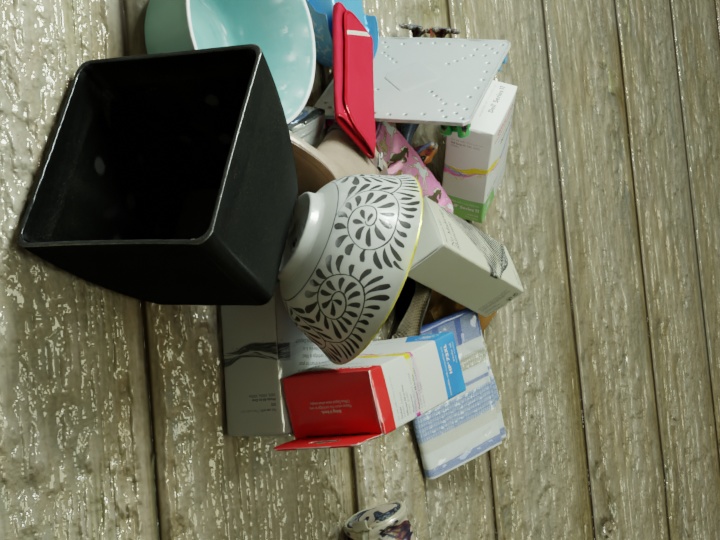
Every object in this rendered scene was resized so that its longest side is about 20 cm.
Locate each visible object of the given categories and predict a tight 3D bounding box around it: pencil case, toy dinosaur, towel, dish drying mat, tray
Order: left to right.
[{"bbox_3d":[-0.006,-0.222,1.334,0.077,0.018,0.202,46,30,-40],"label":"dish drying mat"},{"bbox_3d":[0.038,0.369,1.366,0.089,0.077,0.202,-41,118,-67],"label":"pencil case"},{"bbox_3d":[0.042,-0.116,1.468,0.200,0.086,0.083,44,7,-42],"label":"pencil case"},{"bbox_3d":[0.090,-0.233,1.560,0.200,0.104,0.184,-21,119,-65],"label":"toy dinosaur"},{"bbox_3d":[0.120,0.160,1.533,0.146,0.024,0.202,-22,105,-33],"label":"towel"},{"bbox_3d":[0.142,0.046,1.617,0.200,0.037,0.100,-48,122,-47],"label":"tray"}]

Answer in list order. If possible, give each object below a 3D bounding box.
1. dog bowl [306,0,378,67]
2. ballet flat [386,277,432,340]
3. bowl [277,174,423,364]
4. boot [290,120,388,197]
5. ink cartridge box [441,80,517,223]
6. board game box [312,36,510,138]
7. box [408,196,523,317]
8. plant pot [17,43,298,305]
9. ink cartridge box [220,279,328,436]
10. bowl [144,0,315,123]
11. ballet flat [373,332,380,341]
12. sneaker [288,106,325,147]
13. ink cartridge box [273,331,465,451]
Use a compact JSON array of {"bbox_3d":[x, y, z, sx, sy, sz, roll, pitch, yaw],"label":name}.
[{"bbox_3d":[-0.036,-0.345,1.427,0.111,0.049,0.203,-15,97,-55],"label":"dog bowl"},{"bbox_3d":[0.054,0.054,1.451,0.046,0.068,0.201,24,39,-9],"label":"ballet flat"},{"bbox_3d":[-0.028,-0.018,1.141,0.093,0.200,0.203,22,62,-20],"label":"bowl"},{"bbox_3d":[-0.031,-0.118,1.281,0.201,0.070,0.147,56,34,-38],"label":"boot"},{"bbox_3d":[0.162,-0.180,1.586,0.201,0.067,0.118,91,20,-46],"label":"ink cartridge box"},{"bbox_3d":[0.064,-0.225,1.413,0.201,0.198,0.026,-61,149,-46],"label":"board game box"},{"bbox_3d":[0.122,-0.014,1.475,0.199,0.068,0.083,26,37,-50],"label":"box"},{"bbox_3d":[-0.162,-0.066,1.079,0.178,0.197,0.202,54,42,-52],"label":"plant pot"},{"bbox_3d":[-0.075,0.075,1.255,0.145,0.083,0.203,7,78,-55],"label":"ink cartridge box"},{"bbox_3d":[-0.146,-0.237,1.198,0.200,0.104,0.204,17,69,-53],"label":"bowl"},{"bbox_3d":[0.000,0.000,1.397,0.072,0.071,0.203,-24,104,-54],"label":"ballet flat"},{"bbox_3d":[-0.097,-0.119,1.293,0.200,0.074,0.088,-51,141,-44],"label":"sneaker"},{"bbox_3d":[0.005,0.122,1.182,0.199,0.115,0.068,-18,97,-53],"label":"ink cartridge box"}]
